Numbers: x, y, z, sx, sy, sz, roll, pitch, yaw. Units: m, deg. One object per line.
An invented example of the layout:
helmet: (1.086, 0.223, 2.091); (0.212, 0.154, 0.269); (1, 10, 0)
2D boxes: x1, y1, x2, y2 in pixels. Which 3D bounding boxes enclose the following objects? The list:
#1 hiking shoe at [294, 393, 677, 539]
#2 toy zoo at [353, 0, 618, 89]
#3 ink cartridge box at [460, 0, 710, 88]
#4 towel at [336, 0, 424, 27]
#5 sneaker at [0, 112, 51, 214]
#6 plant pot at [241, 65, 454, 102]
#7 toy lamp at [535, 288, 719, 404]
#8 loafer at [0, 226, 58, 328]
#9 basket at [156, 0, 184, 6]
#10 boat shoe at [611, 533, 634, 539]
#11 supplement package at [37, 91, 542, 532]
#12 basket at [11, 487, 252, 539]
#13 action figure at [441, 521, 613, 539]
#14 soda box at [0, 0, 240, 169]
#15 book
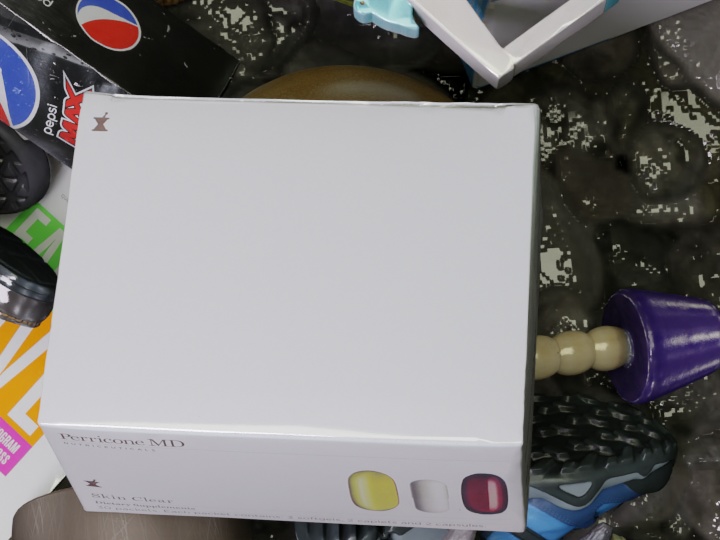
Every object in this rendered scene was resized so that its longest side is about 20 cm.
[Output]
hiking shoe: (0.060, 0.120, 1.088); (0.198, 0.074, 0.087); (-14, 123, -18)
toy zoo: (0.077, -0.173, 1.014); (0.199, 0.020, 0.132); (-35, 81, -7)
ink cartridge box: (0.088, -0.223, 1.110); (0.146, 0.146, 0.201); (-21, 79, -4)
towel: (-0.029, -0.213, 1.117); (0.023, 0.143, 0.201); (-29, 74, 27)
sneaker: (-0.221, -0.111, 1.116); (0.199, 0.072, 0.083); (37, 43, 7)
plant pot: (0.000, 0.000, 1.092); (0.198, 0.027, 0.202); (1, 88, -18)
toy lamp: (0.079, 0.044, 1.075); (0.198, 0.058, 0.059); (-8, 78, -17)
loafer: (-0.227, -0.004, 1.082); (0.199, 0.073, 0.073); (22, 91, 32)
basket: (-0.127, -0.232, 1.154); (0.142, 0.149, 0.201); (-32, 79, 27)
boat shoe: (0.124, 0.225, 1.064); (0.064, 0.073, 0.202); (7, 87, -6)
supplement package: (-0.024, 0.019, 0.972); (0.198, 0.111, 0.157); (2, 65, 6)
basket: (-0.102, 0.208, 1.023); (0.135, 0.181, 0.202); (-3, 67, -1)
action figure: (0.074, 0.217, 1.016); (0.199, 0.104, 0.195); (29, 115, 19)
soda box: (-0.160, -0.118, 1.057); (0.199, 0.063, 0.071); (35, 43, -8)
book: (-0.173, 0.047, 1.109); (0.133, 0.048, 0.200); (40, 81, 13)
